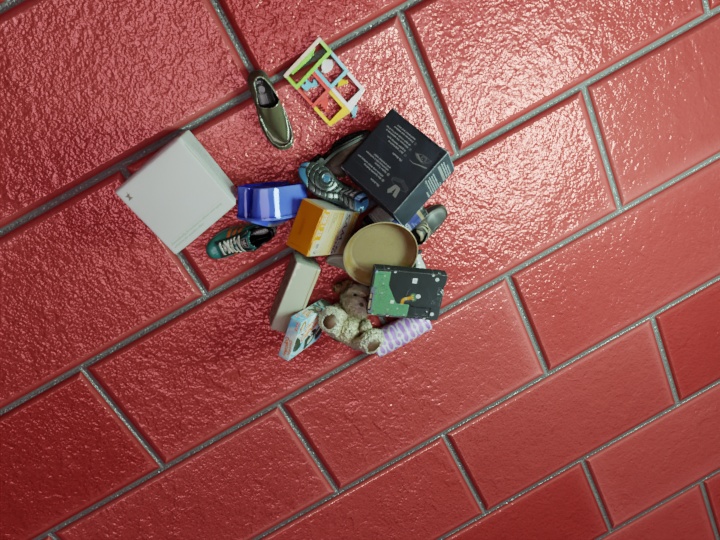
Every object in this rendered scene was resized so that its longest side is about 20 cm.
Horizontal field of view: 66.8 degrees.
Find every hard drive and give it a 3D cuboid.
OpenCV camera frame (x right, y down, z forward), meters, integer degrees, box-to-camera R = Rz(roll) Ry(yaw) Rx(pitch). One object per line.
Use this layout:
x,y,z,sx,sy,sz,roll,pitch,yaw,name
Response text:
0.121,0.058,1.451,0.197,0.038,0.141,4,115,-9,hard drive

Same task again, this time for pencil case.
0.113,0.177,1.607,0.198,0.086,0.084,-26,146,-2,pencil case

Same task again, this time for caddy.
-0.218,-0.163,1.369,0.199,0.140,0.106,-18,113,-46,caddy

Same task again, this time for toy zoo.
-0.080,-0.461,1.376,0.131,0.020,0.200,-43,111,5,toy zoo

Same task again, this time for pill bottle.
0.074,-0.126,1.474,0.200,0.112,0.112,-42,111,5,pill bottle

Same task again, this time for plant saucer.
0.051,-0.048,1.424,0.197,0.036,0.202,-5,127,-6,plant saucer

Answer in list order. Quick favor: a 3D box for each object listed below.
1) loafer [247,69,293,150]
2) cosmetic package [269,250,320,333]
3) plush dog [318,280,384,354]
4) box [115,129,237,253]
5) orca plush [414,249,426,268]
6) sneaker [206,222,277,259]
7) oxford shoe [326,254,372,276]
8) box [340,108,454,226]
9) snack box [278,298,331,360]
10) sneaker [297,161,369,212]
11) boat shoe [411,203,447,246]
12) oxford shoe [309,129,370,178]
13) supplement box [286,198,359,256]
-0.224,-0.391,1.345,0.075,0.070,0.202,-26,112,-2,loafer
-0.182,0.061,1.493,0.072,0.104,0.202,18,105,-17,cosmetic package
-0.019,0.121,1.539,0.198,0.160,0.173,28,77,-12,plush dog
-0.433,-0.193,1.317,0.198,0.172,0.201,-38,111,4,box
0.157,0.045,1.561,0.105,0.071,0.202,-16,83,-43,orca plush
-0.313,-0.080,1.428,0.198,0.080,0.072,-24,112,-2,sneaker
0.000,0.000,1.509,0.197,0.075,0.058,14,75,-4,oxford shoe
0.095,-0.257,1.375,0.200,0.117,0.197,-47,68,3,box
-0.148,0.157,1.485,0.037,0.200,0.117,25,108,14,snack box
-0.076,-0.205,1.386,0.199,0.082,0.074,31,86,-18,sneaker
0.168,-0.104,1.521,0.200,0.073,0.075,-41,112,5,boat shoe
-0.048,-0.291,1.419,0.199,0.073,0.085,-33,115,14,oxford shoe
-0.091,-0.110,1.402,0.073,0.199,0.127,28,106,21,supplement box
